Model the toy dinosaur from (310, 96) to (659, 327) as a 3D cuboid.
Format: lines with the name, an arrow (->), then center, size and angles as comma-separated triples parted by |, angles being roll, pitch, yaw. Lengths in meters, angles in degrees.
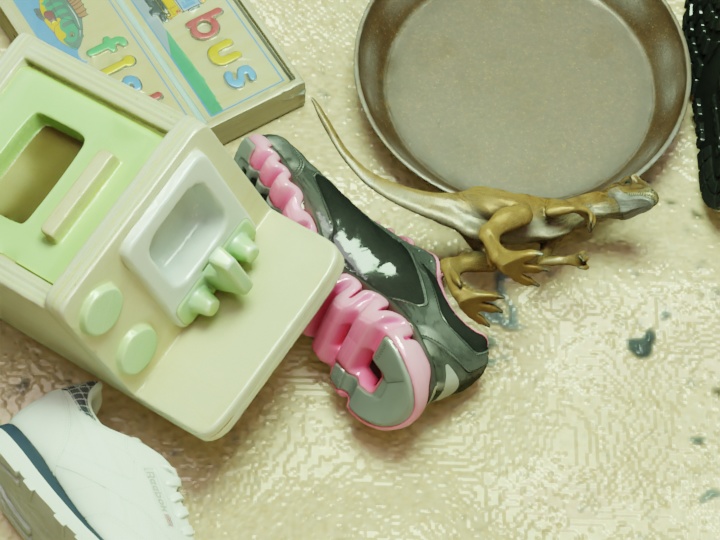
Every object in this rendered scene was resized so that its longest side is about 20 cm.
toy dinosaur -> 0.065, -0.028, 1.498 | 0.199, 0.061, 0.107 | 8, 44, -7

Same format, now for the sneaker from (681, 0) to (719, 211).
sneaker -> 0.244, -0.119, 1.584 | 0.087, 0.076, 0.201 | 7, 64, -14

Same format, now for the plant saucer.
plant saucer -> 0.094, -0.114, 1.585 | 0.199, 0.035, 0.201 | 1, 61, -3

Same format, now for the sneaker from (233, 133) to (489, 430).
sneaker -> 0.000, 0.000, 1.505 | 0.095, 0.079, 0.200 | -17, 60, -37

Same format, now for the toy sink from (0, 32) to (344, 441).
toy sink -> -0.132, -0.020, 1.436 | 0.200, 0.112, 0.131 | 29, 76, 31

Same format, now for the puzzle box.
puzzle box -> -0.137, -0.150, 1.601 | 0.133, 0.025, 0.200 | -28, 65, -18

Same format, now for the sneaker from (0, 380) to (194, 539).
sneaker -> -0.118, 0.141, 1.411 | 0.080, 0.077, 0.200 | -29, 66, -28
